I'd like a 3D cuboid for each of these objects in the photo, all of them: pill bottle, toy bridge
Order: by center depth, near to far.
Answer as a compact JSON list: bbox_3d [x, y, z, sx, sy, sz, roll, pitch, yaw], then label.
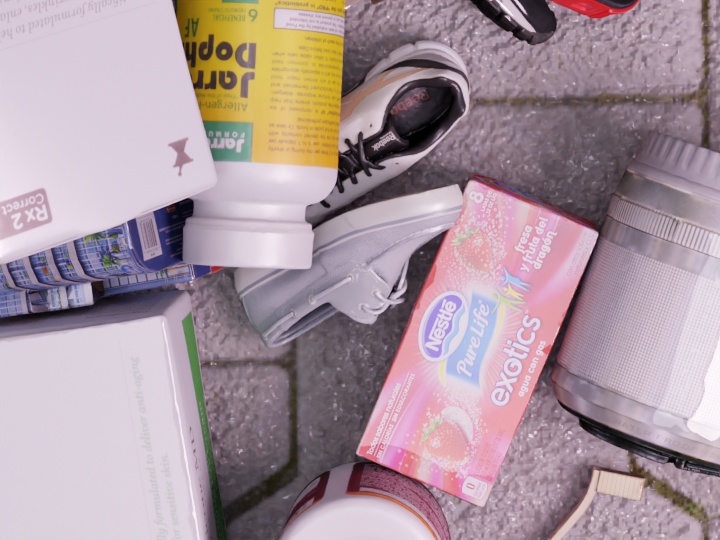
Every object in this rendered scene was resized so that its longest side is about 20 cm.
[{"bbox_3d":[-0.068,-0.103,1.634,0.113,0.113,0.200,3,91,2],"label":"pill bottle"},{"bbox_3d":[0.003,0.188,1.672,0.114,0.200,0.114,0,95,3],"label":"pill bottle"},{"bbox_3d":[0.144,0.233,1.755,0.067,0.027,0.200,12,95,4],"label":"toy bridge"}]

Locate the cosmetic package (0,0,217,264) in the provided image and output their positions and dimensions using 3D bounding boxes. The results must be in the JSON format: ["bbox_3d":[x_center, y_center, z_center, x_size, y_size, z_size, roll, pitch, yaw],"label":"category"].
[{"bbox_3d":[-0.222,-0.107,1.573,0.165,0.200,0.165,-23,105,-34],"label":"cosmetic package"}]

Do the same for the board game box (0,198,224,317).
[{"bbox_3d":[-0.206,-0.007,1.690,0.200,0.200,0.062,-10,95,18],"label":"board game box"}]

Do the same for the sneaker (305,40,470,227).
[{"bbox_3d":[-0.011,-0.081,1.700,0.200,0.080,0.074,-39,108,2],"label":"sneaker"}]

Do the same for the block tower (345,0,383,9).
[{"bbox_3d":[-0.041,-0.262,1.694,0.058,0.054,0.200,-34,99,-16],"label":"block tower"}]

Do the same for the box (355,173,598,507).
[{"bbox_3d":[0.079,0.044,1.707,0.095,0.103,0.200,23,97,2],"label":"box"}]

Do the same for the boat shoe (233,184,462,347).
[{"bbox_3d":[-0.001,0.000,1.685,0.201,0.070,0.072,-25,83,42],"label":"boat shoe"}]

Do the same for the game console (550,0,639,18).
[{"bbox_3d":[0.125,-0.269,1.648,0.200,0.031,0.177,17,81,-40],"label":"game console"}]

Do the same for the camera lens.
[{"bbox_3d":[0.224,0.025,1.668,0.160,0.160,0.200,19,95,1],"label":"camera lens"}]

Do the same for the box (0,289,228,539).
[{"bbox_3d":[-0.201,0.126,1.690,0.200,0.171,0.199,-8,95,3],"label":"box"}]

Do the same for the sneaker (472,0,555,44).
[{"bbox_3d":[0.079,-0.246,1.691,0.088,0.076,0.200,-39,92,-1],"label":"sneaker"}]
